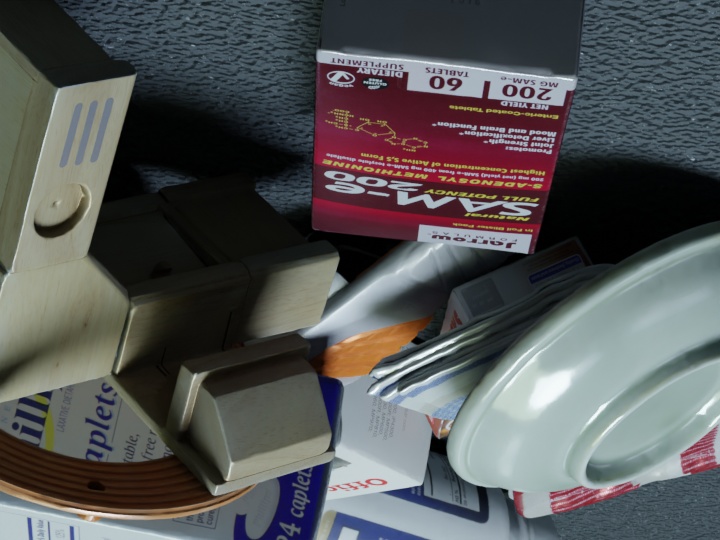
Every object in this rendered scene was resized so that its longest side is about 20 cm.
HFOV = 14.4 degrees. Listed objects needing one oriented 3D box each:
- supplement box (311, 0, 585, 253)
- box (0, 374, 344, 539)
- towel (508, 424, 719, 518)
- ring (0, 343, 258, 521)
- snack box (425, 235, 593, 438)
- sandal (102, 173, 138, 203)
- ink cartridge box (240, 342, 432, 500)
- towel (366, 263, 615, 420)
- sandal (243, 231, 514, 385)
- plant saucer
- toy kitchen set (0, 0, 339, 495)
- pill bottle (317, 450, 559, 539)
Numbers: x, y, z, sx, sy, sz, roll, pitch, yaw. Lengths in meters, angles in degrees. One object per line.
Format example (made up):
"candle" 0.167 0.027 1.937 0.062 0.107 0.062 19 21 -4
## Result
"supplement box" 0.034 -0.073 1.235 0.109 0.061 0.200 6 160 1
"box" -0.120 0.114 1.481 0.200 0.105 0.184 11 156 -1
"towel" 0.178 0.087 1.567 0.200 0.023 0.144 -15 158 -1
"ring" -0.134 0.055 1.324 0.200 0.200 0.019 13 119 -14
"snack box" 0.076 0.038 1.516 0.072 0.024 0.200 -24 163 -11
"sandal" -0.177 -0.038 1.408 0.200 0.075 0.048 33 -179 -33
"ink cartridge box" -0.075 0.064 1.597 0.147 0.083 0.200 -14 151 42
"towel" 0.106 0.043 1.467 0.147 0.024 0.200 -25 161 21
"sandal" 0.006 0.001 1.456 0.207 0.059 0.079 -36 151 32
"plant saucer" 0.138 0.057 1.401 0.200 0.050 0.200 -28 156 -14
"toy kitchen set" -0.073 -0.020 1.283 0.200 0.163 0.180 -13 135 -39
"pill bottle" 0.023 0.164 1.789 0.200 0.111 0.111 20 156 -28
